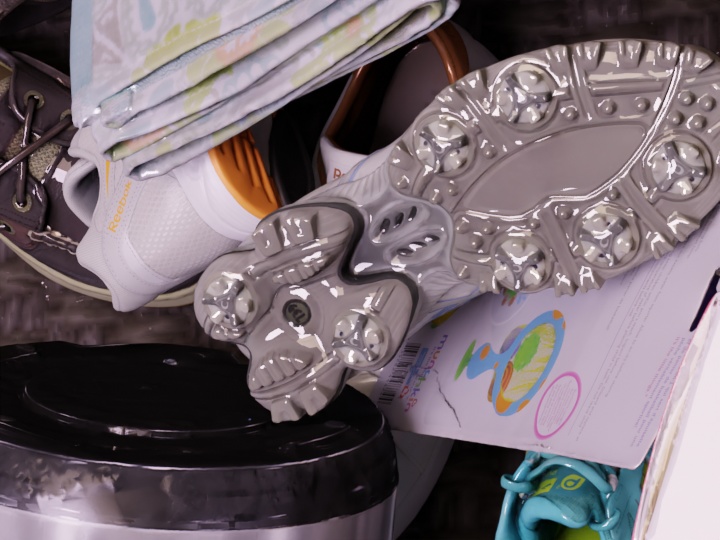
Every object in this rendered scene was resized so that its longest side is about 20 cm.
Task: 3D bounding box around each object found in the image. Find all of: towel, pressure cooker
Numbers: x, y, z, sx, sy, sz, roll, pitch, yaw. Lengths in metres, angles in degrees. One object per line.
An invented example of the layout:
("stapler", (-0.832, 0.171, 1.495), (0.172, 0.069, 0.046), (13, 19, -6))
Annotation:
("towel", (-0.030, -0.146, 0.994), (0.171, 0.048, 0.201), (-25, 56, 42))
("pressure cooker", (-0.076, 0.137, 1.008), (0.178, 0.176, 0.201), (10, 104, 18))

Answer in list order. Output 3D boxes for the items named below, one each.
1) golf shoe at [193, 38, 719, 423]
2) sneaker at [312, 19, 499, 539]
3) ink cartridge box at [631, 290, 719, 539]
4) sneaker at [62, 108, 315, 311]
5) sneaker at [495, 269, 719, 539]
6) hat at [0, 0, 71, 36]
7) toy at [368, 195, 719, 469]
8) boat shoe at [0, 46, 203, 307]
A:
("golf shoe", (0.041, -0.028, 0.955), (0.199, 0.097, 0.079), (-24, 99, 27))
("sneaker", (0.000, 0.000, 1.086), (0.072, 0.085, 0.201), (6, 78, 22))
("ink cartridge box", (0.172, 0.077, 0.908), (0.146, 0.200, 0.083), (16, 85, 14))
("sneaker", (-0.073, -0.064, 1.107), (0.092, 0.076, 0.200), (-35, 27, 21))
("sneaker", (0.086, 0.073, 1.028), (0.077, 0.080, 0.201), (2, 74, 24))
("hat", (-0.119, -0.145, 1.152), (0.201, 0.201, 0.081), (-44, 94, 5))
("toy", (0.078, 0.014, 0.976), (0.200, 0.047, 0.116), (6, 66, 63))
("boat shoe", (-0.136, -0.046, 1.167), (0.199, 0.065, 0.073), (25, 84, 27))
